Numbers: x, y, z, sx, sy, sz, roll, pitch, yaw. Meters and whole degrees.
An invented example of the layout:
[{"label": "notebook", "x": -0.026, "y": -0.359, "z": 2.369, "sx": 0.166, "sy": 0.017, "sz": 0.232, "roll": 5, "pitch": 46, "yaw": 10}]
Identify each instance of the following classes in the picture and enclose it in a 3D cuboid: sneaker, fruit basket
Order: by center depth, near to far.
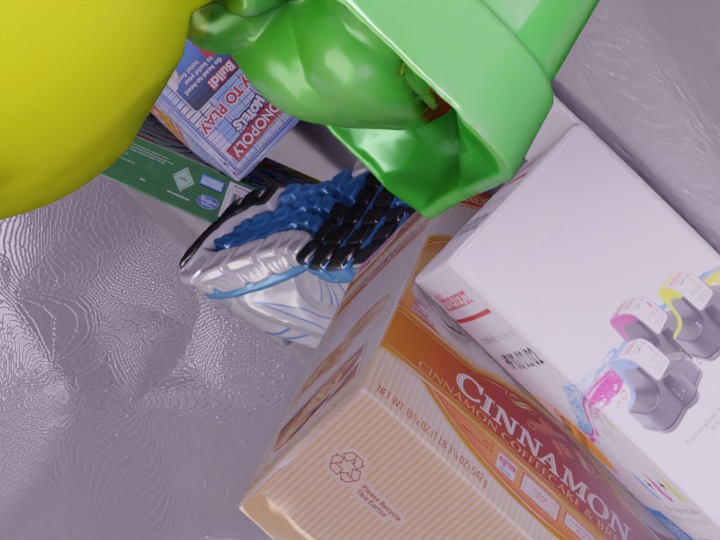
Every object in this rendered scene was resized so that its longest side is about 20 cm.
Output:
[{"label": "fruit basket", "x": -0.056, "y": -0.076, "z": 0.425, "sx": 0.216, "sy": 0.216, "sz": 0.156, "roll": 44, "pitch": 174, "yaw": -3}, {"label": "sneaker", "x": 0.000, "y": 0.000, "z": 1.020, "sx": 0.087, "sy": 0.075, "sz": 0.200, "roll": 46, "pitch": 154, "yaw": -21}]

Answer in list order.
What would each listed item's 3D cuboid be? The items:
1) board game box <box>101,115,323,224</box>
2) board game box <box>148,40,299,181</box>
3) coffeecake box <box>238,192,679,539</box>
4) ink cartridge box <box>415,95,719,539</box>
[{"label": "board game box", "x": -0.109, "y": -0.064, "z": 1.185, "sx": 0.199, "sy": 0.029, "sz": 0.134, "roll": 24, "pitch": -170, "yaw": 19}, {"label": "board game box", "x": -0.112, "y": -0.124, "z": 1.125, "sx": 0.200, "sy": 0.062, "sz": 0.200, "roll": 44, "pitch": 174, "yaw": 6}, {"label": "coffeecake box", "x": 0.054, "y": 0.070, "z": 0.835, "sx": 0.153, "sy": 0.073, "sz": 0.200, "roll": 42, "pitch": -153, "yaw": -8}, {"label": "ink cartridge box", "x": 0.086, "y": 0.018, "z": 0.746, "sx": 0.200, "sy": 0.068, "sz": 0.115, "roll": 45, "pitch": 174, "yaw": 0}]
